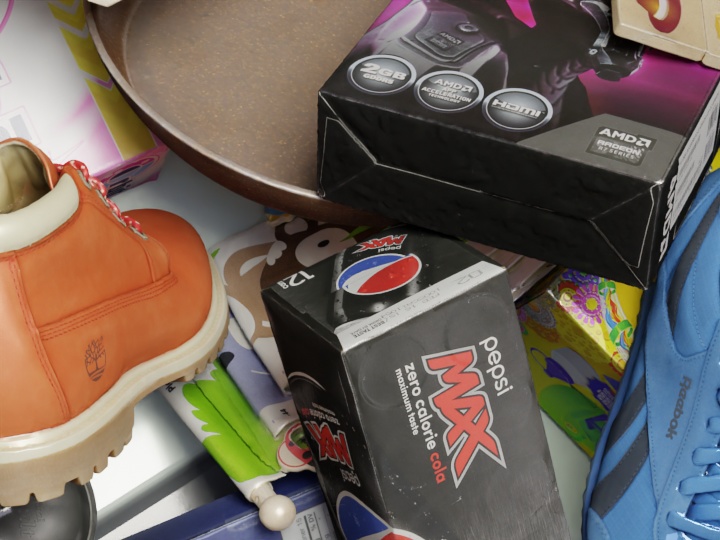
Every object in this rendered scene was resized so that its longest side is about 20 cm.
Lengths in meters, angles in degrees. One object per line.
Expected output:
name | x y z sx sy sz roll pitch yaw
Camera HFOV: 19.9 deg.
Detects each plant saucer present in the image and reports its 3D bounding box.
plant saucer | -0.010 -0.083 0.797 0.200 0.035 0.201 10 45 -10

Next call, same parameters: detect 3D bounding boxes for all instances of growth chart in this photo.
growth chart | 0.000 0.000 0.812 0.200 0.018 0.145 -42 45 -12

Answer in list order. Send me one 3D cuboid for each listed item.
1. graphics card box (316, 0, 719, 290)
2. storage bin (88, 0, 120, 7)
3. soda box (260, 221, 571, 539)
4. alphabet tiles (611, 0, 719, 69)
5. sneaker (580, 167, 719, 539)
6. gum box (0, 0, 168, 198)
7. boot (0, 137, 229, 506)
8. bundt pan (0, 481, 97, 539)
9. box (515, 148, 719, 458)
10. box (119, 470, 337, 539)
graphics card box | 0.078 -0.082 0.750 0.125 0.051 0.200 17 43 17
storage bin | -0.076 -0.225 0.741 0.094 0.199 0.201 13 118 25
soda box | 0.030 0.086 0.735 0.071 0.063 0.200 -26 119 -19
alphabet tiles | 0.136 -0.140 0.765 0.167 0.008 0.200 16 46 -13
sneaker | 0.127 0.053 0.722 0.066 0.078 0.201 15 80 -10
gum box | -0.172 -0.109 0.815 0.113 0.066 0.200 -26 86 -15
boot | -0.101 -0.004 0.743 0.075 0.200 0.108 -4 107 13
bundt pan | -0.196 0.101 0.767 0.201 0.076 0.202 2 79 -11
box | 0.190 0.023 0.842 0.200 0.122 0.193 44 75 -1
box | -0.032 0.143 0.786 0.200 0.032 0.121 -21 108 -22
